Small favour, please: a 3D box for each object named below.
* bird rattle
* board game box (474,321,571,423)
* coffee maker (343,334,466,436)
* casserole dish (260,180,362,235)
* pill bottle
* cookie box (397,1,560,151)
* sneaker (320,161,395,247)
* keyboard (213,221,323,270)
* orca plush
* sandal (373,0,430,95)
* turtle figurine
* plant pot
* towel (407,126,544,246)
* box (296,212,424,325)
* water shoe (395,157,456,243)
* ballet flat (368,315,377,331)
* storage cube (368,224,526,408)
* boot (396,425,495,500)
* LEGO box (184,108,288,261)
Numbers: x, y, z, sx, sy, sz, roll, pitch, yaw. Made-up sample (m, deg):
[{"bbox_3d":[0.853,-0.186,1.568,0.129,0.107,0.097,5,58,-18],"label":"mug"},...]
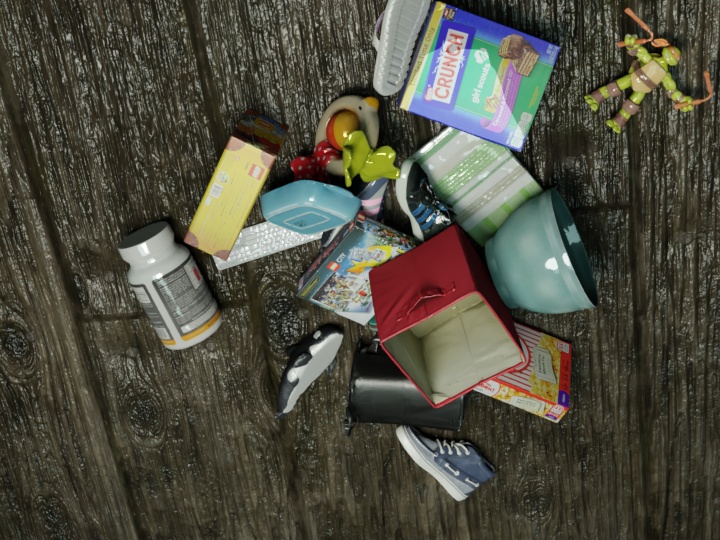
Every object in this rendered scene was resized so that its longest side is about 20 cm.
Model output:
[{"bbox_3d":[-0.024,-0.194,1.592,0.113,0.200,0.163,13,82,-34],"label":"bird rattle"},{"bbox_3d":[0.256,0.155,1.707,0.200,0.152,0.046,21,132,-6],"label":"board game box"},{"bbox_3d":[0.081,0.217,1.730,0.200,0.192,0.135,4,144,5],"label":"coffee maker"},{"bbox_3d":[-0.083,-0.096,1.606,0.121,0.200,0.039,20,73,-29],"label":"casserole dish"},{"bbox_3d":[-0.325,0.025,1.716,0.116,0.116,0.200,-19,112,13],"label":"pill bottle"},{"bbox_3d":[0.177,-0.296,1.534,0.200,0.075,0.171,19,101,-4],"label":"cookie box"},{"bbox_3d":[0.015,-0.107,1.662,0.082,0.070,0.200,25,120,-20],"label":"sneaker"},{"bbox_3d":[-0.163,-0.055,1.724,0.200,0.011,0.056,-17,112,12],"label":"keyboard"},{"bbox_3d":[-0.106,0.169,1.808,0.105,0.071,0.200,-6,130,-43],"label":"orca plush"},{"bbox_3d":[0.050,-0.368,1.540,0.050,0.082,0.203,37,123,35],"label":"sandal"},{"bbox_3d":[0.424,-0.298,1.537,0.200,0.064,0.161,38,120,-22],"label":"turtle figurine"},{"bbox_3d":[0.281,-0.015,1.609,0.134,0.200,0.201,-21,111,19],"label":"plant pot"},{"bbox_3d":[0.189,-0.151,1.647,0.149,0.031,0.200,-37,109,21],"label":"towel"},{"bbox_3d":[0.000,0.000,1.675,0.136,0.038,0.200,25,133,-19],"label":"box"},{"bbox_3d":[0.117,-0.103,1.623,0.079,0.072,0.200,6,142,27],"label":"water shoe"},{"bbox_3d":[0.112,0.073,1.731,0.200,0.074,0.074,-25,110,17],"label":"ballet flat"},{"bbox_3d":[0.133,0.069,1.577,0.171,0.180,0.200,-29,124,14],"label":"storage cube"},{"bbox_3d":[0.157,0.333,1.850,0.090,0.073,0.200,-39,114,12],"label":"boot"},{"bbox_3d":[-0.198,-0.138,1.613,0.077,0.149,0.200,25,115,-7],"label":"LEGO box"}]
